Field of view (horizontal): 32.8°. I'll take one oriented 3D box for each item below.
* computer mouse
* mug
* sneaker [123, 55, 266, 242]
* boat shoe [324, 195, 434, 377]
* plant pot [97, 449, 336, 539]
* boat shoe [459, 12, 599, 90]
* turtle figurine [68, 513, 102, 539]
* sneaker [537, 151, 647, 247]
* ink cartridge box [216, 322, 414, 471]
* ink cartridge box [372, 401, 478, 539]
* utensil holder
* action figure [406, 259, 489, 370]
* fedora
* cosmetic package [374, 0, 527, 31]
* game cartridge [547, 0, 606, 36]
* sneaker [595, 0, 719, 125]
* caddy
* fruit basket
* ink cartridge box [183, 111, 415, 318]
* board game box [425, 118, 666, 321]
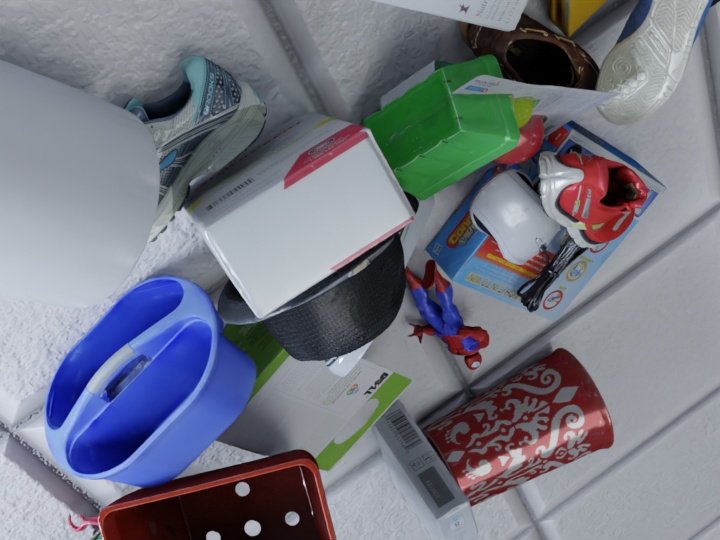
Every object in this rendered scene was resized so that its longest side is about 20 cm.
[{"bbox_3d":[0.170,-0.032,1.213,0.110,0.044,0.200,-44,143,7],"label":"computer mouse"},{"bbox_3d":[0.188,0.211,1.485,0.200,0.134,0.178,-25,137,-11],"label":"mug"},{"bbox_3d":[-0.174,-0.092,0.986,0.200,0.078,0.086,-46,124,1],"label":"sneaker"},{"bbox_3d":[0.000,0.000,1.161,0.071,0.072,0.200,26,78,-13],"label":"boat shoe"},{"bbox_3d":[-0.111,0.270,1.158,0.199,0.176,0.201,-14,97,2],"label":"plant pot"},{"bbox_3d":[0.172,-0.189,1.145,0.200,0.070,0.070,15,112,-46],"label":"boat shoe"},{"bbox_3d":[-0.243,0.307,1.269,0.149,0.101,0.200,-2,147,-15],"label":"turtle figurine"},{"bbox_3d":[0.237,-0.067,1.175,0.200,0.085,0.077,13,77,-60],"label":"sneaker"},{"bbox_3d":[-0.062,0.116,1.248,0.148,0.076,0.200,-49,141,11],"label":"ink cartridge box"},{"bbox_3d":[0.085,0.270,1.434,0.047,0.160,0.200,-30,140,-8],"label":"ink cartridge box"},{"bbox_3d":[-0.266,-0.065,0.854,0.200,0.170,0.170,18,115,-47],"label":"utensil holder"},{"bbox_3d":[0.091,0.055,1.316,0.200,0.065,0.052,48,49,-50],"label":"action figure"},{"bbox_3d":[-0.023,0.014,1.060,0.200,0.201,0.092,-31,108,-10],"label":"fedora"},{"bbox_3d":[0.055,-0.270,0.972,0.200,0.081,0.113,0,129,-38],"label":"cosmetic package"},{"bbox_3d":[0.243,-0.302,1.060,0.200,0.032,0.176,-46,171,3],"label":"game cartridge"},{"bbox_3d":[0.292,-0.237,1.161,0.111,0.077,0.200,-45,158,-56],"label":"sneaker"},{"bbox_3d":[-0.192,0.099,1.083,0.200,0.141,0.105,-45,145,7],"label":"caddy"},{"bbox_3d":[0.108,-0.133,1.113,0.200,0.094,0.185,-11,167,-45],"label":"fruit basket"},{"bbox_3d":[-0.058,-0.053,0.986,0.145,0.200,0.084,-33,107,-5],"label":"ink cartridge box"},{"bbox_3d":[0.200,-0.056,1.300,0.200,0.056,0.196,21,113,-46],"label":"board game box"}]
